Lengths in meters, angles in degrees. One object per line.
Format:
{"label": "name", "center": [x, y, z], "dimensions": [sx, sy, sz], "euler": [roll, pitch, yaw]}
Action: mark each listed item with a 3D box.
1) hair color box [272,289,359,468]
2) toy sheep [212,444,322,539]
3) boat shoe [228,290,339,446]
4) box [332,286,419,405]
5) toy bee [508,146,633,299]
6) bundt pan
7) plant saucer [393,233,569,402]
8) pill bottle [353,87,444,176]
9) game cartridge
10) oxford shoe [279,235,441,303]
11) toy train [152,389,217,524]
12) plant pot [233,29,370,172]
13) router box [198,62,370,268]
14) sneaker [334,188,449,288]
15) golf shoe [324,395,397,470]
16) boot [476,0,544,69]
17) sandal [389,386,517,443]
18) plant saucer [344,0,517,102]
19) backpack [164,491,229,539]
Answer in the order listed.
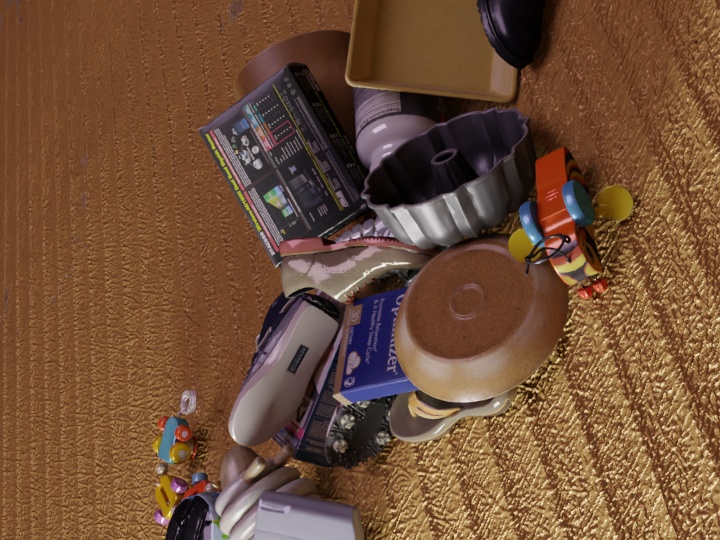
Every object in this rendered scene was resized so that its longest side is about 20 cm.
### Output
{"label": "hair color box", "center": [-0.044, 0.129, 1.714], "dimensions": [0.100, 0.060, 0.202], "euler": [30, 99, 58]}
{"label": "toy sheep", "center": [-0.100, 0.294, 1.652], "dimensions": [0.138, 0.137, 0.201], "euler": [-48, 68, 33]}
{"label": "boat shoe", "center": [-0.103, 0.113, 1.687], "dimensions": [0.201, 0.074, 0.093], "euler": [-55, 27, -1]}
{"label": "box", "center": [0.063, 0.072, 1.512], "dimensions": [0.198, 0.032, 0.122], "euler": [-14, 53, 33]}
{"label": "toy bee", "center": [0.203, -0.028, 1.382], "dimensions": [0.130, 0.109, 0.201], "euler": [-12, 34, 43]}
{"label": "bundt pan", "center": [0.105, -0.093, 1.514], "dimensions": [0.200, 0.076, 0.203], "euler": [-22, 26, 11]}
{"label": "plant saucer", "center": [0.118, 0.039, 1.445], "dimensions": [0.198, 0.035, 0.202], "euler": [-16, 53, 22]}
{"label": "pill bottle", "center": [0.048, -0.182, 1.682], "dimensions": [0.110, 0.110, 0.202], "euler": [-37, 46, 43]}
{"label": "game cartridge", "center": [-0.061, 0.358, 1.562], "dimensions": [0.041, 0.131, 0.203], "euler": [-10, -73, -77]}
{"label": "oxford shoe", "center": [0.000, 0.000, 1.579], "dimensions": [0.198, 0.070, 0.076], "euler": [-2, 85, 27]}
{"label": "toy train", "center": [-0.234, 0.278, 1.948], "dimensions": [0.150, 0.055, 0.202], "euler": [-41, 46, 38]}
{"label": "plant pot", "center": [-0.049, -0.171, 1.790], "dimensions": [0.186, 0.185, 0.202], "euler": [-38, 63, 42]}
{"label": "router box", "center": [-0.085, -0.128, 1.693], "dimensions": [0.149, 0.062, 0.201], "euler": [-31, 86, 24]}
{"label": "sneaker", "center": [0.033, -0.003, 1.633], "dimensions": [0.199, 0.075, 0.117], "euler": [-36, 51, 30]}
{"label": "golf shoe", "center": [0.014, 0.135, 1.619], "dimensions": [0.202, 0.077, 0.088], "euler": [-62, 24, -1]}
{"label": "boot", "center": [0.209, -0.348, 1.546], "dimensions": [0.167, 0.076, 0.203], "euler": [-27, 59, 43]}
{"label": "sandal", "center": [0.091, 0.133, 1.505], "dimensions": [0.199, 0.054, 0.081], "euler": [-24, 56, 50]}
{"label": "plant saucer", "center": [0.090, -0.288, 1.638], "dimensions": [0.049, 0.197, 0.202], "euler": [91, -175, -71]}
{"label": "backpack", "center": [-0.187, 0.380, 1.752], "dimensions": [0.163, 0.152, 0.203], "euler": [-16, 82, 59]}
